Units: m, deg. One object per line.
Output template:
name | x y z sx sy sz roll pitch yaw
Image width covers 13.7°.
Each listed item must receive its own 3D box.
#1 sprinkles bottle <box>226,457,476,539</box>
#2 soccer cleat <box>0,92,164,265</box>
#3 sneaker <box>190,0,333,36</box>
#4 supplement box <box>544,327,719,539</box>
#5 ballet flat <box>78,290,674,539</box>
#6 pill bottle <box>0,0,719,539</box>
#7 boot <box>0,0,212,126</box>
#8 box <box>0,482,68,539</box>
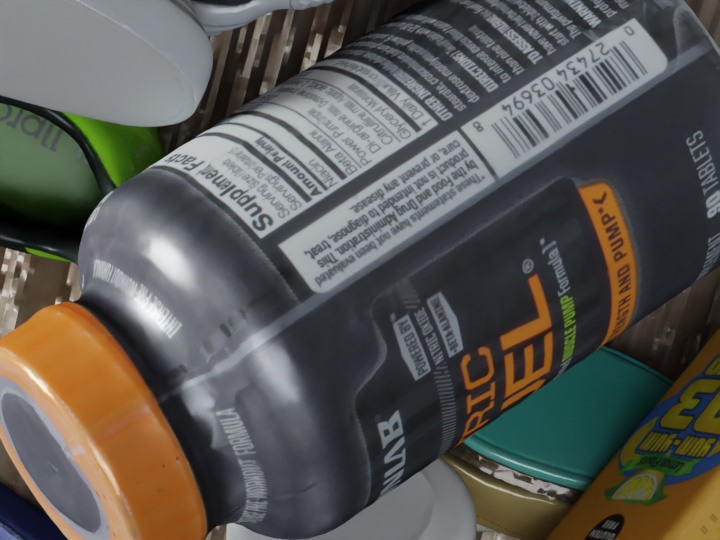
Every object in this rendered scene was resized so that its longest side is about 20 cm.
sprinkles bottle | -0.004 0.140 0.863 0.068 0.068 0.200 0 129 -2
soccer cleat | -0.147 -0.054 0.810 0.200 0.081 0.068 20 108 -9
sneaker | 0.003 -0.137 0.776 0.200 0.075 0.114 -16 109 20
supplement box | 0.128 0.044 0.823 0.069 0.067 0.200 43 75 -16
ballet flat | 0.012 0.040 0.871 0.200 0.069 0.063 20 136 -7
pill bottle | 0.000 0.000 0.783 0.200 0.106 0.106 -33 110 -21
boot | -0.118 -0.117 0.774 0.200 0.074 0.096 25 65 -3
box | -0.189 0.076 0.881 0.200 0.032 0.121 39 104 -16
